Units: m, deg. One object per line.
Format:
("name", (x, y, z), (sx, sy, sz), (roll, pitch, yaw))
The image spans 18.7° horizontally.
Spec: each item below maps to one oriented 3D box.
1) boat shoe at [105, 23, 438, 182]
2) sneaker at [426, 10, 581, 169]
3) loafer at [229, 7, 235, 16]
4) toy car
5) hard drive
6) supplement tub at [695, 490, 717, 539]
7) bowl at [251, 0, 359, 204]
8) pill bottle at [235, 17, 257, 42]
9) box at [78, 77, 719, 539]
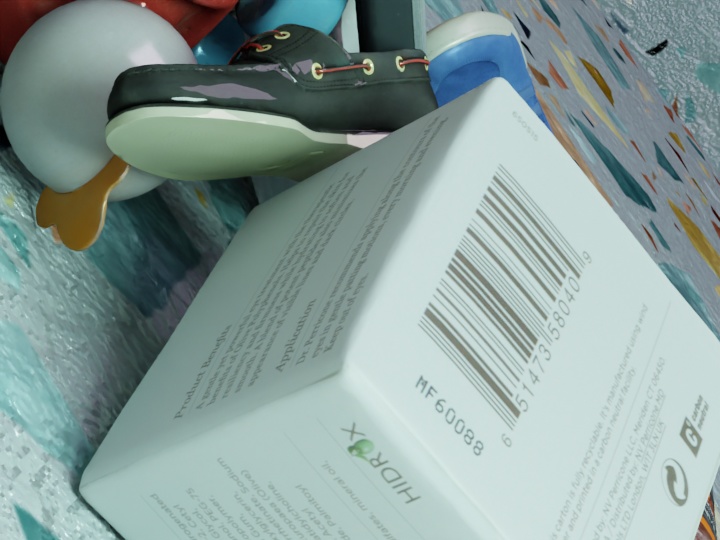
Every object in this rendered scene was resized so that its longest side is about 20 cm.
("boat shoe", (-0.039, -0.076, 0.989), (0.201, 0.073, 0.064), (-1, 77, -47))
("sneaker", (0.090, -0.079, 1.354), (0.112, 0.076, 0.200), (64, 4, 21))
("loafer", (-0.117, -0.179, 1.162), (0.199, 0.072, 0.063), (12, 4, 11))
("toy car", (-0.129, -0.096, 1.044), (0.184, 0.176, 0.201), (29, 57, -30))
("hard drive", (0.014, -0.140, 1.125), (0.140, 0.033, 0.201), (-97, -179, -48))
("supplement tub", (0.171, 0.169, 1.366), (0.107, 0.107, 0.200), (51, 17, -11))
("bowl", (-0.007, -0.057, 1.307), (0.202, 0.090, 0.202), (59, 17, -31))
("pill bottle", (-0.090, -0.178, 1.296), (0.120, 0.119, 0.200), (57, 16, 10))
("box", (0.029, 0.071, 0.943), (0.200, 0.171, 0.199), (49, 42, -19))
